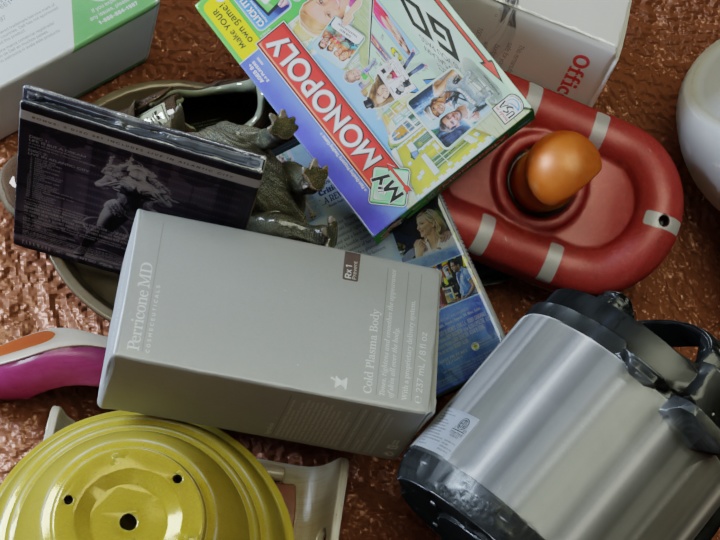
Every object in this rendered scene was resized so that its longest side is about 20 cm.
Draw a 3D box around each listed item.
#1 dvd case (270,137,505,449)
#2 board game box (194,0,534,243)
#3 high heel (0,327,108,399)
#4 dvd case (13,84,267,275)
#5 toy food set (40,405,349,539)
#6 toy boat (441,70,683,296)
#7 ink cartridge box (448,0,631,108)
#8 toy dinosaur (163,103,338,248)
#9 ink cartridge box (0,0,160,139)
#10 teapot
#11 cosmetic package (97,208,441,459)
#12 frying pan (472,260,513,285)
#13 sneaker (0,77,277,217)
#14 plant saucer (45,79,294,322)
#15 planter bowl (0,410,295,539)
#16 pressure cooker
[{"bbox_3d":[0.000,0.000,1.252,0.142,0.018,0.201,-25,82,10],"label":"dvd case"},{"bbox_3d":[0.002,-0.138,1.233,0.134,0.029,0.200,-38,79,0],"label":"board game box"},{"bbox_3d":[-0.167,0.083,1.224,0.198,0.067,0.097,-12,102,1],"label":"high heel"},{"bbox_3d":[-0.144,-0.043,1.173,0.148,0.200,0.016,16,65,-4],"label":"dvd case"},{"bbox_3d":[-0.114,0.171,1.191,0.198,0.060,0.145,12,64,-7],"label":"toy food set"},{"bbox_3d":[0.128,-0.062,1.271,0.199,0.131,0.131,21,82,-9],"label":"toy boat"},{"bbox_3d":[0.080,-0.178,1.344,0.199,0.147,0.083,21,57,-3],"label":"ink cartridge box"},{"bbox_3d":[-0.065,-0.053,1.214,0.199,0.102,0.077,34,75,-27],"label":"toy dinosaur"},{"bbox_3d":[-0.258,-0.212,1.322,0.145,0.088,0.200,-33,78,-24],"label":"ink cartridge box"},{"bbox_3d":[0.329,-0.088,1.364,0.199,0.147,0.198,-20,36,0],"label":"teapot"},{"bbox_3d":[-0.057,0.041,1.161,0.198,0.090,0.108,11,61,-13],"label":"cosmetic package"},{"bbox_3d":[0.048,-0.020,1.325,0.190,0.031,0.115,-35,80,-26],"label":"frying pan"},{"bbox_3d":[-0.150,-0.093,1.264,0.199,0.076,0.071,-20,72,-20],"label":"sneaker"},{"bbox_3d":[-0.126,-0.040,1.303,0.198,0.030,0.202,5,64,-10],"label":"plant saucer"},{"bbox_3d":[-0.137,0.162,1.123,0.198,0.084,0.202,1,64,-2],"label":"planter bowl"},{"bbox_3d":[0.143,0.109,1.153,0.175,0.179,0.200,35,75,28],"label":"pressure cooker"}]
